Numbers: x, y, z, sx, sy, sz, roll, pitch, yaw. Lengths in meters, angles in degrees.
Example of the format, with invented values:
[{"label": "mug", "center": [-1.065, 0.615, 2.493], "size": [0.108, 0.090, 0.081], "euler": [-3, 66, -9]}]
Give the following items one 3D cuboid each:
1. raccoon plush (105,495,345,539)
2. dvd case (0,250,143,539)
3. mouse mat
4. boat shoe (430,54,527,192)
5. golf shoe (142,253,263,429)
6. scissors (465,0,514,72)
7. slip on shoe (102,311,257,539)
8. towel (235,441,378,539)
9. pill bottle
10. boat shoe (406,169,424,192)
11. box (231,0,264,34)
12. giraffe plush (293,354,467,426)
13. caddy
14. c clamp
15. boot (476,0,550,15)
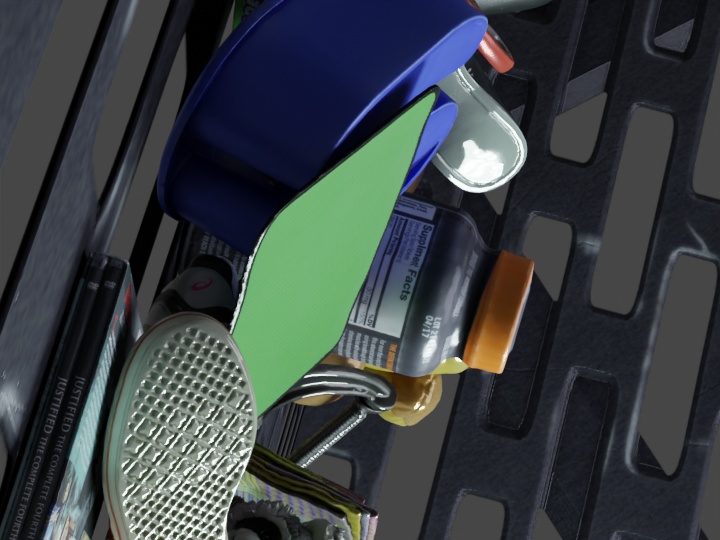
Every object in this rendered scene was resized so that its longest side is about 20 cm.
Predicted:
[{"label": "raccoon plush", "center": [-0.077, 0.163, 1.239], "size": [0.200, 0.134, 0.097], "euler": [-55, 159, -83]}, {"label": "dvd case", "center": [-0.135, 0.106, 0.904], "size": [0.146, 0.022, 0.200], "euler": [98, 8, -74]}, {"label": "mouse mat", "center": [-0.027, 0.008, 1.036], "size": [0.161, 0.008, 0.200], "euler": [-41, 159, -45]}, {"label": "boat shoe", "center": [0.031, -0.123, 1.205], "size": [0.200, 0.076, 0.060], "euler": [56, 3, -44]}, {"label": "golf shoe", "center": [-0.079, 0.041, 1.143], "size": [0.200, 0.072, 0.092], "euler": [88, 21, -84]}, {"label": "scissors", "center": [0.036, -0.168, 1.095], "size": [0.073, 0.014, 0.200], "euler": [64, 12, 28]}, {"label": "slip on shoe", "center": [-0.092, 0.096, 0.965], "size": [0.061, 0.074, 0.200], "euler": [-123, -152, -43]}, {"label": "towel", "center": [-0.060, 0.153, 1.282], "size": [0.023, 0.143, 0.200], "euler": [-60, 171, -24]}, {"label": "pill bottle", "center": [0.000, 0.000, 1.210], "size": [0.106, 0.200, 0.106], "euler": [17, 90, -86]}, {"label": "boat shoe", "center": [0.001, -0.063, 1.352], "size": [0.200, 0.070, 0.070], "euler": [-62, 172, -72]}, {"label": "box", "center": [-0.037, -0.177, 1.149], "size": [0.200, 0.048, 0.117], "euler": [105, 2, -51]}, {"label": "giraffe plush", "center": [-0.032, 0.032, 1.395], "size": [0.162, 0.200, 0.173], "euler": [-24, 120, -65]}, {"label": "caddy", "center": [-0.025, -0.091, 1.055], "size": [0.200, 0.105, 0.141], "euler": [-44, 161, -40]}, {"label": "c clamp", "center": [-0.047, 0.112, 1.356], "size": [0.200, 0.171, 0.027], "euler": [-47, -130, 44]}, {"label": "boot", "center": [0.037, -0.159, 1.319], "size": [0.073, 0.198, 0.163], "euler": [97, 2, -57]}]
